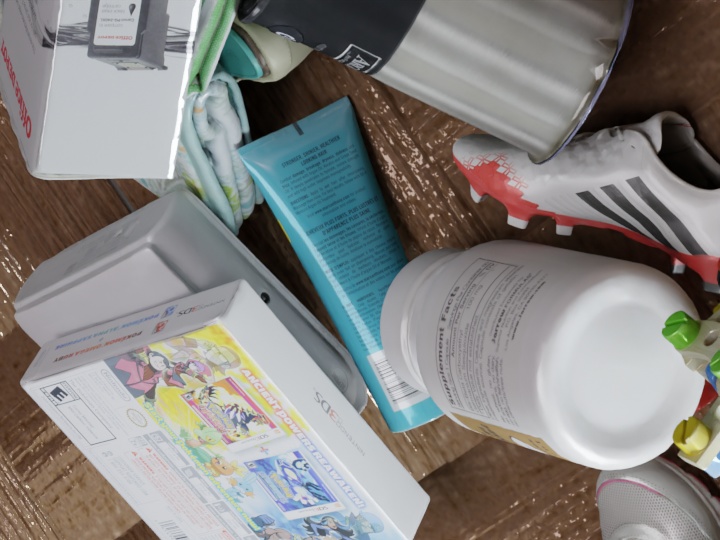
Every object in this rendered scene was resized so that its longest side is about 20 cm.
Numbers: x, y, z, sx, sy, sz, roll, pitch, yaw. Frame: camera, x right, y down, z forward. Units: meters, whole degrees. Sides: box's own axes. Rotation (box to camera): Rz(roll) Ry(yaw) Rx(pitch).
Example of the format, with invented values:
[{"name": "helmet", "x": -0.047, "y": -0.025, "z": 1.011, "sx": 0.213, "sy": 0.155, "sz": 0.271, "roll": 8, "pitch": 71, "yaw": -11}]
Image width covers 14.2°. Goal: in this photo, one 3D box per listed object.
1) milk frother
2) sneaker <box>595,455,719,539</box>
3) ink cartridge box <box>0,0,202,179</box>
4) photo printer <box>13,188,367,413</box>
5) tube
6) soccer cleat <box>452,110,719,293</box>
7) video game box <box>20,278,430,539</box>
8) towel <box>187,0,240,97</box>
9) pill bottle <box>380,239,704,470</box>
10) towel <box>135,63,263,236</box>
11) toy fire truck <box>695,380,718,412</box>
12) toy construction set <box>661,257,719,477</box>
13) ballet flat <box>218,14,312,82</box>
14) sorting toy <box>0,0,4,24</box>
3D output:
[{"name": "milk frother", "x": 0.055, "y": -0.193, "z": 1.585, "sx": 0.188, "sy": 0.181, "sz": 0.201, "roll": 25, "pitch": 100, "yaw": -14}, {"name": "sneaker", "x": 0.178, "y": 0.205, "z": 1.698, "sx": 0.081, "sy": 0.088, "sz": 0.201, "roll": -6, "pitch": 107, "yaw": 42}, {"name": "ink cartridge box", "x": -0.139, "y": -0.167, "z": 1.575, "sx": 0.145, "sy": 0.083, "sz": 0.201, "roll": -117, "pitch": 33, "yaw": -57}, {"name": "photo printer", "x": -0.103, "y": 0.054, "z": 1.839, "sx": 0.200, "sy": 0.070, "sz": 0.166, "roll": 46, "pitch": 138, "yaw": -19}, {"name": "tube", "x": 0.000, "y": 0.000, "z": 1.766, "sx": 0.201, "sy": 0.077, "sz": 0.050, "roll": 66, "pitch": 159, "yaw": -9}, {"name": "soccer cleat", "x": 0.144, "y": -0.056, "z": 1.619, "sx": 0.199, "sy": 0.069, "sz": 0.086, "roll": 22, "pitch": 116, "yaw": 27}, {"name": "video game box", "x": -0.084, "y": 0.105, "z": 1.792, "sx": 0.182, "sy": 0.047, "sz": 0.200, "roll": -15, "pitch": 124, "yaw": 41}, {"name": "towel", "x": -0.093, "y": -0.214, "z": 1.607, "sx": 0.153, "sy": 0.023, "sz": 0.201, "roll": 114, "pitch": 151, "yaw": -51}, {"name": "pill bottle", "x": 0.096, "y": 0.042, "z": 1.639, "sx": 0.200, "sy": 0.114, "sz": 0.115, "roll": 13, "pitch": 122, "yaw": 61}, {"name": "towel", "x": -0.141, "y": -0.113, "z": 1.779, "sx": 0.171, "sy": 0.048, "sz": 0.200, "roll": 37, "pitch": 162, "yaw": 20}, {"name": "toy fire truck", "x": 0.258, "y": 0.072, "z": 1.593, "sx": 0.200, "sy": 0.049, "sz": 0.141, "roll": -38, "pitch": 83, "yaw": 43}, {"name": "toy construction set", "x": 0.244, "y": 0.022, "z": 1.513, "sx": 0.200, "sy": 0.131, "sz": 0.092, "roll": -30, "pitch": 118, "yaw": 11}, {"name": "ballet flat", "x": -0.081, "y": -0.147, "z": 1.754, "sx": 0.200, "sy": 0.069, "sz": 0.070, "roll": 13, "pitch": 121, "yaw": 60}, {"name": "sorting toy", "x": -0.258, "y": -0.204, "z": 1.838, "sx": 0.181, "sy": 0.107, "sz": 0.200, "roll": 66, "pitch": 174, "yaw": -18}]
